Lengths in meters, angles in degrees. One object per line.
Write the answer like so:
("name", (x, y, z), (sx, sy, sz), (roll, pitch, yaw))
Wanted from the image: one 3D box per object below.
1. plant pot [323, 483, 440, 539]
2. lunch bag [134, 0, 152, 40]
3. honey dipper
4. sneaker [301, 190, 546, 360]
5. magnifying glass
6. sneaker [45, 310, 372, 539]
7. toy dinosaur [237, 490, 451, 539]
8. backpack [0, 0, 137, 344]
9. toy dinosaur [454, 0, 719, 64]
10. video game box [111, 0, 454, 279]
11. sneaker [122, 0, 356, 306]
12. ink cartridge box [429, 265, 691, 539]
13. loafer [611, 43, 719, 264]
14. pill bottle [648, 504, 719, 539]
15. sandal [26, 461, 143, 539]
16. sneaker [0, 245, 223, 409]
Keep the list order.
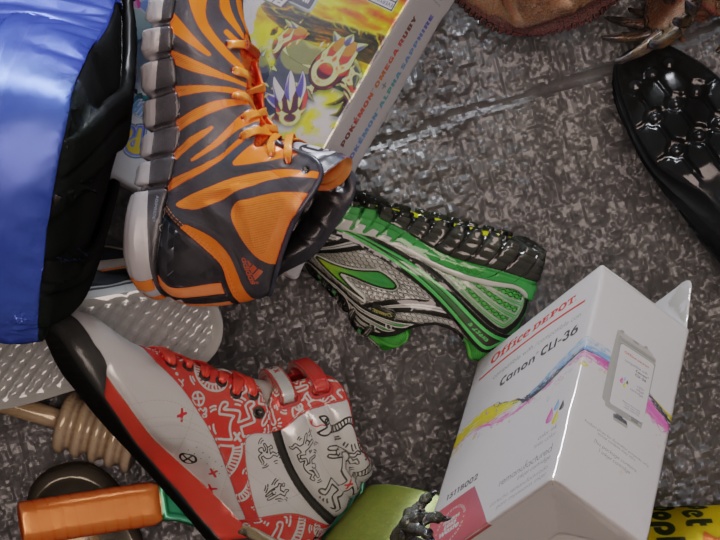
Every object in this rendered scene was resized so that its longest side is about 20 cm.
("plant pot", (0.014, 0.226, 1.232), (0.187, 0.187, 0.200), (20, 73, -1))
("lunch bag", (-0.210, -0.192, 1.255), (0.160, 0.077, 0.200), (-32, 77, 14))
("honey dipper", (-0.224, 0.072, 1.291), (0.200, 0.038, 0.038), (16, 87, 1))
("sneaker", (0.000, 0.000, 1.279), (0.200, 0.078, 0.085), (16, 97, 3))
("magnifying glass", (-0.094, 0.128, 1.277), (0.200, 0.022, 0.080), (-8, 85, -14))
("sneaker", (-0.077, 0.071, 1.231), (0.108, 0.067, 0.201), (-43, 111, -13))
("toy dinosaur", (0.039, 0.162, 1.134), (0.200, 0.088, 0.047), (28, 47, -5))
("backpack", (-0.200, -0.053, 1.121), (0.168, 0.200, 0.163), (4, 114, -5))
("toy dinosaur", (0.122, -0.169, 1.282), (0.200, 0.086, 0.136), (-15, 99, 10))
("video game box", (-0.074, -0.117, 1.254), (0.200, 0.047, 0.182), (27, 89, 30))
("sneaker", (-0.054, -0.079, 1.171), (0.112, 0.078, 0.200), (3, 87, 23))
("ink cartridge box", (0.108, 0.081, 1.208), (0.067, 0.116, 0.200), (36, 42, -15))
("loafer", (0.211, -0.044, 1.293), (0.068, 0.070, 0.201), (-33, 72, -5))
("pill bottle", (0.191, 0.186, 1.260), (0.200, 0.109, 0.109), (-2, 88, -2))
("sandal", (-0.131, 0.201, 1.278), (0.082, 0.055, 0.200), (-24, 88, -3))
("sneaker", (-0.181, 0.031, 1.267), (0.200, 0.079, 0.079), (-2, 107, -11))
